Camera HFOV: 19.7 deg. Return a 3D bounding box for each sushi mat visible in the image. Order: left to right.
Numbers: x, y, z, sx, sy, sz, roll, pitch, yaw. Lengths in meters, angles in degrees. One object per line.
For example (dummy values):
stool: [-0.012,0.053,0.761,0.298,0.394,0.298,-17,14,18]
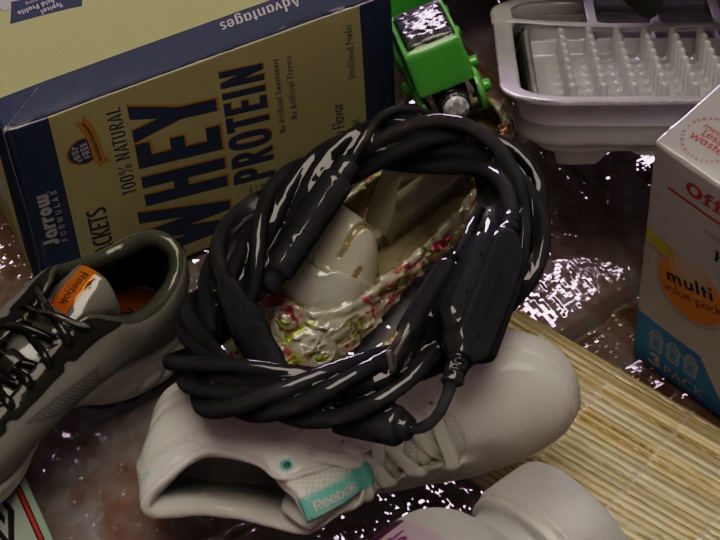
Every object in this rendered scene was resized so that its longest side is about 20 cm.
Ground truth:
sushi mat: [0.093,0.075,0.968,0.200,0.012,0.096,31,60,23]

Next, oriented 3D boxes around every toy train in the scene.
toy train: [0.025,-0.134,1.064,0.042,0.057,0.200,-22,30,2]

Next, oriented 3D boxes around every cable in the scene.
cable: [0.000,0.000,0.929,0.163,0.051,0.200,-5,42,27]

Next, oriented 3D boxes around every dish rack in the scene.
dish rack: [0.151,-0.095,1.033,0.171,0.044,0.200,0,20,2]

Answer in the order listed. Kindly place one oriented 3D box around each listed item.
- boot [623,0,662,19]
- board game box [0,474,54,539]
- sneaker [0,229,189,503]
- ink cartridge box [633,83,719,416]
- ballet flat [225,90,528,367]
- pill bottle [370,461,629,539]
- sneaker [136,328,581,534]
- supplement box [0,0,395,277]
boot: [0.150,-0.223,1.120,0.138,0.078,0.200,41,58,8]
board game box: [-0.214,0.120,0.939,0.134,0.029,0.200,-22,55,-15]
sneaker: [-0.152,0.041,0.935,0.074,0.079,0.200,37,47,17]
ink cartridge box: [0.188,-0.009,0.909,0.115,0.200,0.068,36,62,27]
ballet flat: [0.006,-0.022,1.015,0.076,0.064,0.200,35,62,24]
pill bottle: [0.020,0.167,0.839,0.200,0.112,0.112,-36,59,-22]
sneaker: [-0.002,0.081,0.909,0.199,0.076,0.089,-11,22,12]
supplement box: [-0.111,-0.124,1.054,0.199,0.135,0.200,-22,54,-13]
